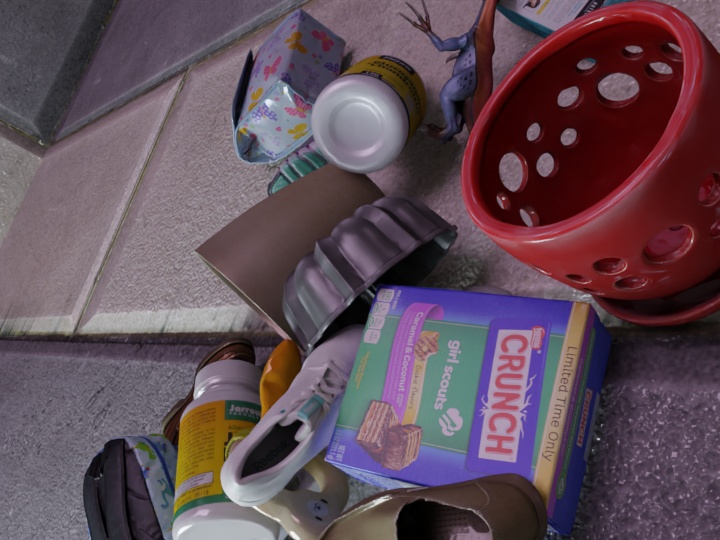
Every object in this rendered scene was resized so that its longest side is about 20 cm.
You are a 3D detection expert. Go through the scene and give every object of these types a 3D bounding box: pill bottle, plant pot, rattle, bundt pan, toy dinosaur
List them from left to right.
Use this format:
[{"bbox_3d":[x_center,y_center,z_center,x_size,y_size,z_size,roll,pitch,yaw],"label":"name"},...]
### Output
[{"bbox_3d":[-0.145,0.204,0.903,0.113,0.113,0.200,-38,39,30],"label":"pill bottle"},{"bbox_3d":[-0.062,-0.031,0.978,0.200,0.187,0.187,-48,32,-10],"label":"plant pot"},{"bbox_3d":[-0.032,0.186,0.774,0.143,0.130,0.200,-54,43,6],"label":"rattle"},{"bbox_3d":[0.000,0.000,0.830,0.076,0.202,0.202,48,110,12],"label":"bundt pan"},{"bbox_3d":[0.019,-0.196,0.983,0.112,0.112,0.200,-41,9,26],"label":"pill bottle"},{"bbox_3d":[0.136,-0.229,0.923,0.200,0.105,0.182,40,110,22],"label":"toy dinosaur"},{"bbox_3d":[0.207,-0.071,0.622,0.200,0.182,0.201,-33,42,36],"label":"plant pot"}]

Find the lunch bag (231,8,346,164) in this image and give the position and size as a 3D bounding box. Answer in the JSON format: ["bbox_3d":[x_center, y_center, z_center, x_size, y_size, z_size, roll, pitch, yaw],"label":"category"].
[{"bbox_3d":[-0.130,-0.279,1.287,0.200,0.127,0.170,-32,40,46],"label":"lunch bag"}]

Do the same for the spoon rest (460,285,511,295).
[{"bbox_3d":[0.075,0.094,0.801,0.200,0.061,0.099,-44,35,0],"label":"spoon rest"}]

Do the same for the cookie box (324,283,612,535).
[{"bbox_3d":[0.090,0.108,0.689,0.200,0.075,0.172,5,67,33],"label":"cookie box"}]

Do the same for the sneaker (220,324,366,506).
[{"bbox_3d":[-0.042,0.123,0.723,0.200,0.075,0.089,-49,-8,-20],"label":"sneaker"}]

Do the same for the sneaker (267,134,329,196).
[{"bbox_3d":[-0.049,-0.169,1.156,0.200,0.074,0.088,-38,27,12],"label":"sneaker"}]

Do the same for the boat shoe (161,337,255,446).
[{"bbox_3d":[-0.193,0.177,1.076,0.200,0.072,0.068,-55,36,26],"label":"boat shoe"}]

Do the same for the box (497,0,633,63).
[{"bbox_3d":[0.222,-0.296,0.898,0.082,0.049,0.200,-52,34,13],"label":"box"}]

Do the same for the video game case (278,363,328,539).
[{"bbox_3d":[-0.107,0.231,0.955,0.200,0.023,0.182,-52,34,14],"label":"video game case"}]

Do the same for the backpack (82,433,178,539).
[{"bbox_3d":[-0.264,0.298,1.000,0.163,0.154,0.200,-43,72,30],"label":"backpack"}]

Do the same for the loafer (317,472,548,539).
[{"bbox_3d":[0.036,0.195,0.604,0.200,0.067,0.076,-29,70,28],"label":"loafer"}]
